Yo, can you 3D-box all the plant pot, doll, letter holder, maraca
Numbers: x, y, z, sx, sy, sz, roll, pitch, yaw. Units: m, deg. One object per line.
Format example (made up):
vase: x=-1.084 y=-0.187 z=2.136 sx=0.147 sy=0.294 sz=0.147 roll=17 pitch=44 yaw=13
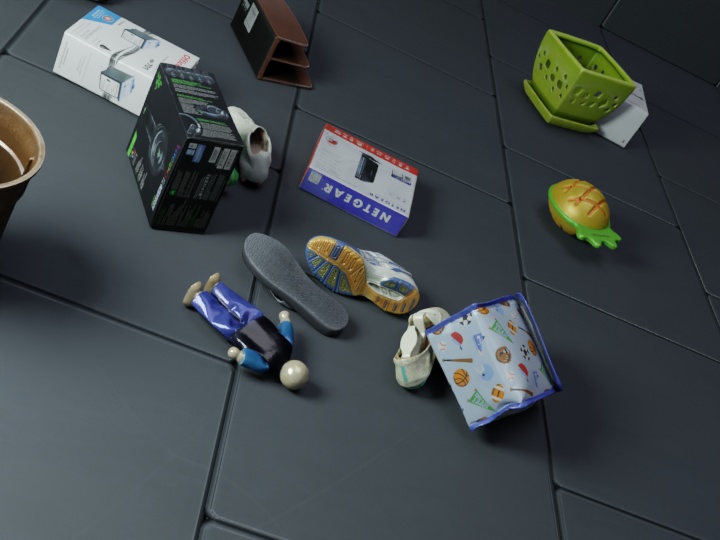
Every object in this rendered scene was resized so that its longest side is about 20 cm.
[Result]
plant pot: x=0.549 y=-0.477 z=2.407 sx=0.198 sy=0.182 sz=0.200 roll=7 pitch=41 yaw=-30
doll: x=-0.144 y=0.085 z=1.276 sx=0.200 sy=0.049 sz=0.136 roll=42 pitch=36 yaw=15
plant pot: x=-0.492 y=-0.086 z=1.089 sx=0.200 sy=0.199 sz=0.201 roll=20 pitch=36 yaw=-15
letter holder: x=-0.163 y=-0.480 z=1.932 sx=0.142 sy=0.101 sz=0.200 roll=7 pitch=41 yaw=-35
maraca: x=0.467 y=-0.115 z=1.952 sx=0.137 sy=0.107 sz=0.200 roll=0 pitch=44 yaw=-26

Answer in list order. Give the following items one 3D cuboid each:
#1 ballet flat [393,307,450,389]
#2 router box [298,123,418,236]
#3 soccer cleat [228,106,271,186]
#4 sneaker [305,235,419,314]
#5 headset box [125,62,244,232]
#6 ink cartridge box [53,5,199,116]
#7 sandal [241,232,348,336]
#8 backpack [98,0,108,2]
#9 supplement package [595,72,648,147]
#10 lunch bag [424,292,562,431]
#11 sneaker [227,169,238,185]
ballet flat: x=0.095 y=0.099 z=1.418 sx=0.200 sy=0.067 sz=0.063 roll=-66 pitch=140 yaw=-56
router box: x=0.002 y=-0.168 z=1.709 sx=0.199 sy=0.049 sz=0.180 roll=26 pitch=34 yaw=-8
soccer cleat: x=-0.190 y=-0.230 z=1.613 sx=0.069 sy=0.078 sz=0.200 roll=8 pitch=40 yaw=-31
sneaker: x=0.000 y=0.000 z=1.490 sx=0.200 sy=0.075 sz=0.088 roll=30 pitch=22 yaw=-14
headset box: x=-0.271 y=-0.190 z=1.412 sx=0.092 sy=0.174 sz=0.200 roll=6 pitch=42 yaw=-33
ink cartridge box: x=-0.397 y=-0.352 z=1.601 sx=0.199 sy=0.086 sz=0.147 roll=26 pitch=34 yaw=-6
sandal: x=-0.107 y=0.028 z=1.394 sx=0.200 sy=0.043 sz=0.076 roll=46 pitch=42 yaw=3
backpack: x=-0.564 y=-0.621 z=1.756 sx=0.199 sy=0.147 sz=0.183 roll=5 pitch=40 yaw=-30
supplement package: x=0.694 y=-0.446 z=2.538 sx=0.117 sy=0.117 sz=0.200 roll=26 pitch=35 yaw=-8
lunch bag: x=0.218 y=0.129 z=1.409 sx=0.200 sy=0.124 sz=0.171 roll=-5 pitch=69 yaw=-56
sneaker: x=-0.246 y=-0.209 z=1.553 sx=0.083 sy=0.074 sz=0.201 roll=7 pitch=51 yaw=-28
